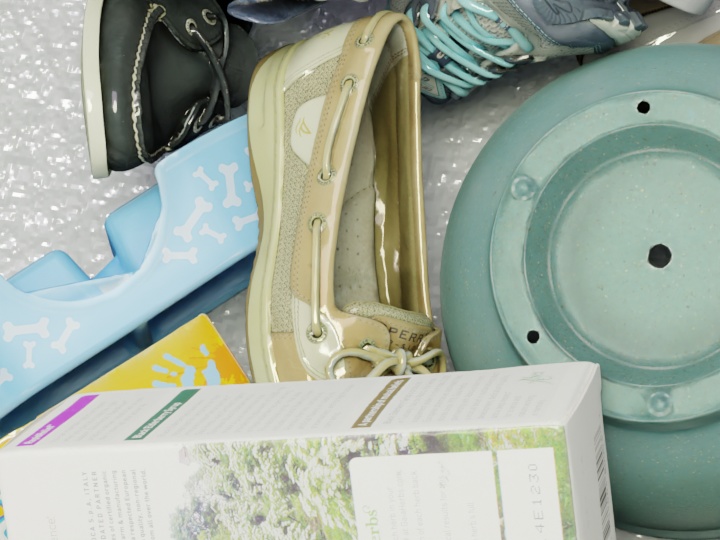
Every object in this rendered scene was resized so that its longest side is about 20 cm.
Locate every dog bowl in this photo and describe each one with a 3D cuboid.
[{"bbox_3d":[-0.101,0.008,0.866,0.200,0.111,0.050,-33,85,-8],"label":"dog bowl"}]

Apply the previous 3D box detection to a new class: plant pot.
[{"bbox_3d":[0.117,0.001,0.799,0.200,0.134,0.201,-2,83,14],"label":"plant pot"}]

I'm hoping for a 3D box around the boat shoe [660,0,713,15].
[{"bbox_3d":[0.119,-0.170,0.884,0.069,0.057,0.200,23,26,-16],"label":"boat shoe"}]

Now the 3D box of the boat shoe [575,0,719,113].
[{"bbox_3d":[0.193,-0.102,0.901,0.200,0.075,0.069,-18,68,10],"label":"boat shoe"}]

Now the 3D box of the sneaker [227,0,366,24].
[{"bbox_3d":[-0.035,-0.153,0.857,0.146,0.200,0.081,10,105,-10],"label":"sneaker"}]

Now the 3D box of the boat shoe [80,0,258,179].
[{"bbox_3d":[-0.074,-0.088,0.873,0.066,0.199,0.075,1,106,1],"label":"boat shoe"}]

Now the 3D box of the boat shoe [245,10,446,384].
[{"bbox_3d":[0.002,0.000,0.811,0.063,0.073,0.201,-19,65,38],"label":"boat shoe"}]

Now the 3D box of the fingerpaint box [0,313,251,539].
[{"bbox_3d":[-0.099,0.143,0.825,0.200,0.073,0.167,-33,69,-8],"label":"fingerpaint box"}]

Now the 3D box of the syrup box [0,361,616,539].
[{"bbox_3d":[-0.018,0.083,0.727,0.200,0.081,0.079,-4,101,15],"label":"syrup box"}]

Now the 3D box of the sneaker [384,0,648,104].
[{"bbox_3d":[0.053,-0.100,0.863,0.078,0.200,0.086,44,93,-11],"label":"sneaker"}]
